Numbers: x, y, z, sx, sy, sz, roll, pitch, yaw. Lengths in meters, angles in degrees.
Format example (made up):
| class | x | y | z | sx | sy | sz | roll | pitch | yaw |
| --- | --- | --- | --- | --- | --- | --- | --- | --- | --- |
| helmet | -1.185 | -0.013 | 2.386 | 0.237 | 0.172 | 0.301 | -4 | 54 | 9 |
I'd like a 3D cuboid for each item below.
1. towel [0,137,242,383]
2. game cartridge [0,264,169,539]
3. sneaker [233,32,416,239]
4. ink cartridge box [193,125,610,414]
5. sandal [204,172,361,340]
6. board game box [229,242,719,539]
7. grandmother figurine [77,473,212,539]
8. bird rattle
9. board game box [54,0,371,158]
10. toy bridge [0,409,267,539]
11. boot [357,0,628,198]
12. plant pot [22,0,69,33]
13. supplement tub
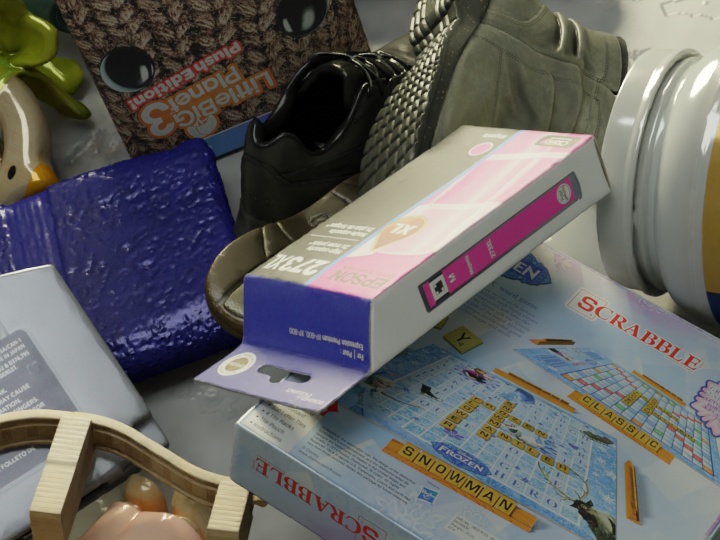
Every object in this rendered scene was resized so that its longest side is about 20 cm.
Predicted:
| class | x | y | z | sx | sy | sz | roll | pitch | yaw |
| --- | --- | --- | --- | --- | --- | --- | --- | --- | --- |
| towel | -0.159 | 0.015 | 1.136 | 0.199 | 0.050 | 0.148 | -20 | 53 | 1 |
| game cartridge | -0.214 | 0.088 | 1.013 | 0.199 | 0.041 | 0.133 | -31 | 80 | -16 |
| sneaker | 0.003 | -0.089 | 1.124 | 0.076 | 0.091 | 0.200 | 20 | 46 | 24 |
| ink cartridge box | 0.018 | -0.006 | 0.935 | 0.200 | 0.037 | 0.094 | -38 | 29 | -30 |
| sandal | 0.000 | 0.000 | 1.060 | 0.200 | 0.055 | 0.082 | -27 | 57 | -38 |
| board game box | 0.077 | 0.075 | 0.924 | 0.199 | 0.041 | 0.199 | 31 | 47 | 20 |
| grandmother figurine | -0.144 | 0.178 | 0.946 | 0.121 | 0.061 | 0.200 | -1 | 32 | 44 |
| bird rattle | -0.261 | -0.080 | 1.221 | 0.199 | 0.113 | 0.164 | -25 | 63 | 1 |
| board game box | -0.095 | -0.174 | 1.170 | 0.159 | 0.200 | 0.097 | -22 | 47 | 0 |
| toy bridge | -0.142 | 0.099 | 0.971 | 0.199 | 0.027 | 0.067 | 6 | 43 | 6 |
| boot | 0.081 | -0.078 | 1.080 | 0.068 | 0.130 | 0.201 | -38 | 26 | 52 |
| plant pot | -0.169 | -0.229 | 1.274 | 0.199 | 0.200 | 0.135 | -18 | 75 | 4 |
| supplement tub | 0.227 | -0.036 | 0.972 | 0.199 | 0.145 | 0.145 | 10 | 54 | 27 |
